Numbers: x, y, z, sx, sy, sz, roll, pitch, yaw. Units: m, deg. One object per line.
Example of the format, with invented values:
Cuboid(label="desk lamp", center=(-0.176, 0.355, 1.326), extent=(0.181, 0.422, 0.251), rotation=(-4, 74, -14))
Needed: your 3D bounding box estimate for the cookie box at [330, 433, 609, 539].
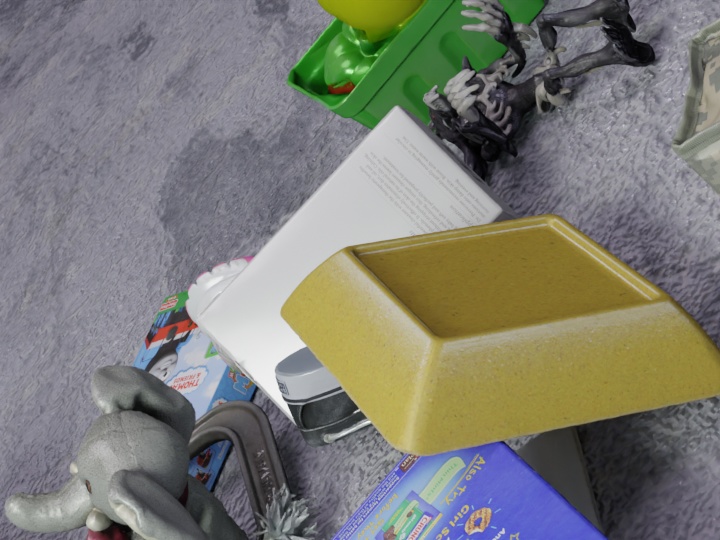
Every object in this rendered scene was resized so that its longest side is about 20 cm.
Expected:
Cuboid(label="cookie box", center=(0.051, 0.181, 0.859), extent=(0.171, 0.075, 0.200), rotation=(-49, 26, 0))

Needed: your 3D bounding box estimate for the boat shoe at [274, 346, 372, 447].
Cuboid(label="boat shoe", center=(0.048, 0.058, 1.095), extent=(0.198, 0.068, 0.074), rotation=(-22, 17, 0))

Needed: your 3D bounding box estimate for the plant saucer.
Cuboid(label="plant saucer", center=(0.077, 0.022, 0.967), extent=(0.199, 0.049, 0.200), rotation=(-9, 24, -19))

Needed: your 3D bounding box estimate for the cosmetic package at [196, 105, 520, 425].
Cuboid(label="cosmetic package", center=(0.000, 0.000, 1.178), extent=(0.200, 0.108, 0.085), rotation=(-45, -14, 8))

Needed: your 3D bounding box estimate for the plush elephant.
Cuboid(label="plush elephant", center=(-0.144, 0.158, 1.095), extent=(0.199, 0.155, 0.165), rotation=(-33, 27, 7))

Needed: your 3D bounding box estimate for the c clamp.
Cuboid(label="c clamp", center=(-0.115, 0.186, 1.195), extent=(0.171, 0.027, 0.201), rotation=(-34, 42, 20))

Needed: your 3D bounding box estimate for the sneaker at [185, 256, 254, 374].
Cuboid(label="sneaker", center=(-0.029, 0.012, 1.275), extent=(0.200, 0.081, 0.088), rotation=(-35, 51, 13))

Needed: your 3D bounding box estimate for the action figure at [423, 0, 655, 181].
Cuboid(label="action figure", center=(0.103, -0.142, 1.237), extent=(0.200, 0.102, 0.119), rotation=(-28, 45, 34))

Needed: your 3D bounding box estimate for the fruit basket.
Cuboid(label="fruit basket", center=(0.018, -0.216, 1.354), extent=(0.216, 0.215, 0.155), rotation=(-50, 26, -1))

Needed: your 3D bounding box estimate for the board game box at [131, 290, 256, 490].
Cuboid(label="board game box", center=(-0.138, 0.096, 1.371), extent=(0.151, 0.037, 0.201), rotation=(-17, 42, 46))

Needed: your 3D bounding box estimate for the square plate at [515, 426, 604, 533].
Cuboid(label="square plate", center=(0.052, 0.195, 0.956), extent=(0.200, 0.028, 0.198), rotation=(-40, 27, 19))

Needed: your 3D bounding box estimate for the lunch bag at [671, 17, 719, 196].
Cuboid(label="lunch bag", center=(0.275, -0.073, 0.806), extent=(0.200, 0.164, 0.118), rotation=(-30, 27, 35))
